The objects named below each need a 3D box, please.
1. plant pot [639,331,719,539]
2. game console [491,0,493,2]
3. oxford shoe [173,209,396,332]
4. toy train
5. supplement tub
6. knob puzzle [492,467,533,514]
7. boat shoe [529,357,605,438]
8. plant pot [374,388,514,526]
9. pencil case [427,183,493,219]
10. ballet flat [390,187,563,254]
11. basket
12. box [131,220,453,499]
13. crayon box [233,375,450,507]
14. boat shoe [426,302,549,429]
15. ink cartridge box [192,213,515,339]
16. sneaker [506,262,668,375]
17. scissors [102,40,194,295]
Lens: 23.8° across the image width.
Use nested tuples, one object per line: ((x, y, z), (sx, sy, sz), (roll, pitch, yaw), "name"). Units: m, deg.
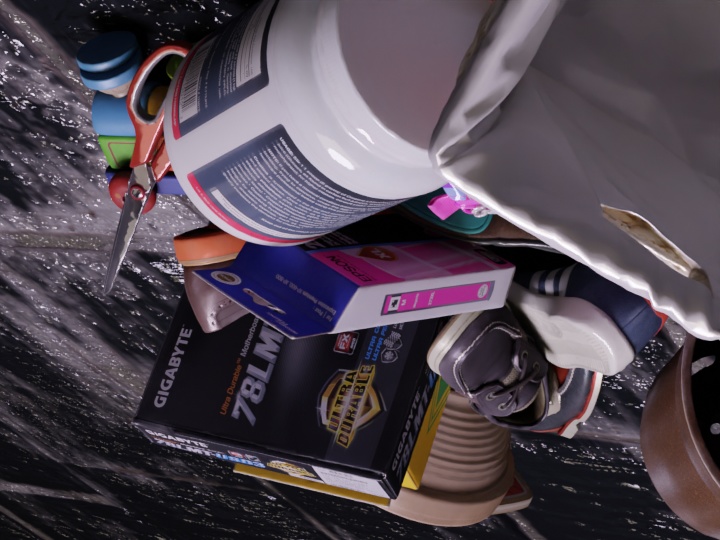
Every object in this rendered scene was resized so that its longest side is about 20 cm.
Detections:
((0.280, 0.093, 1.113), (0.200, 0.200, 0.198), (20, 165, 0), "plant pot")
((0.172, -0.114, 0.837), (0.200, 0.031, 0.177), (-10, 147, 11), "game console")
((-0.035, -0.007, 1.161), (0.200, 0.073, 0.071), (-13, -172, -33), "oxford shoe")
((-0.087, -0.100, 1.117), (0.200, 0.085, 0.116), (4, 136, 26), "toy train")
((-0.012, -0.099, 0.966), (0.140, 0.140, 0.200), (31, 155, -23), "supplement tub")
((0.058, 0.142, 1.444), (0.219, 0.030, 0.220), (23, -162, -8), "knob puzzle")
((0.153, 0.080, 1.318), (0.062, 0.071, 0.200), (21, 161, 4), "boat shoe")
((0.045, 0.101, 1.359), (0.201, 0.201, 0.093), (24, 117, -9), "plant pot")
((0.140, -0.065, 0.992), (0.200, 0.088, 0.088), (4, 152, 31), "pencil case")
((0.093, -0.041, 1.107), (0.200, 0.068, 0.068), (18, 169, 6), "ballet flat")
((0.159, -0.093, 0.694), (0.198, 0.200, 0.161), (30, -160, -4), "basket")
((-0.039, 0.048, 1.230), (0.198, 0.200, 0.050), (12, 157, 20), "box")
((0.000, 0.079, 1.266), (0.126, 0.200, 0.052), (11, 155, 21), "crayon box")
((0.100, 0.070, 1.206), (0.065, 0.072, 0.200), (43, 176, 20), "boat shoe")
((0.000, 0.000, 1.075), (0.095, 0.037, 0.200), (31, -153, 36), "ink cartridge box")
((0.160, 0.019, 1.183), (0.075, 0.085, 0.200), (51, 171, -17), "sneaker")
((-0.145, -0.066, 1.113), (0.073, 0.014, 0.200), (37, 125, -7), "scissors")
